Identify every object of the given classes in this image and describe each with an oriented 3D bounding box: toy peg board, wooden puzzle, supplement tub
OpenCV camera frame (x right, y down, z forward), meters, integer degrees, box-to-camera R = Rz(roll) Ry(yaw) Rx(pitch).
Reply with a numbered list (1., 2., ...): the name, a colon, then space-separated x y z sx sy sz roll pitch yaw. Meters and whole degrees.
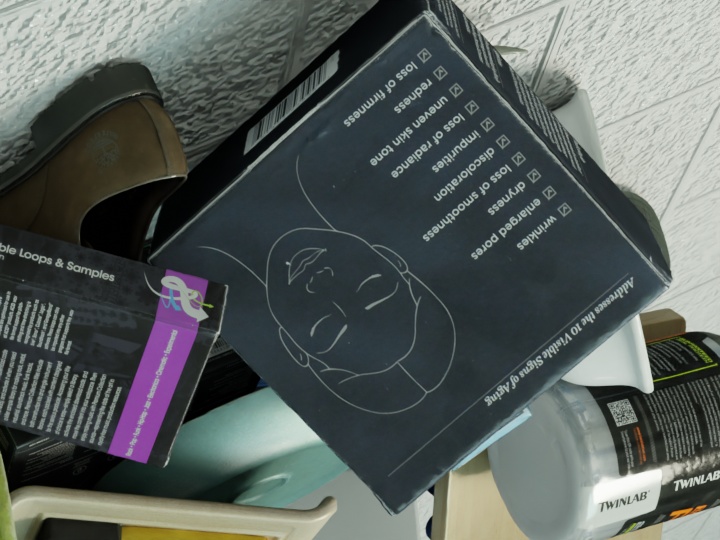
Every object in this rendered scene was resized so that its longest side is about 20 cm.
1. toy peg board: 0.120 0.123 1.646 0.198 0.098 0.202 -10 116 -29
2. wooden puzzle: -0.129 0.174 1.334 0.198 0.038 0.185 2 154 -17
3. supplement tub: 0.197 0.111 1.551 0.199 0.123 0.123 -12 152 -28

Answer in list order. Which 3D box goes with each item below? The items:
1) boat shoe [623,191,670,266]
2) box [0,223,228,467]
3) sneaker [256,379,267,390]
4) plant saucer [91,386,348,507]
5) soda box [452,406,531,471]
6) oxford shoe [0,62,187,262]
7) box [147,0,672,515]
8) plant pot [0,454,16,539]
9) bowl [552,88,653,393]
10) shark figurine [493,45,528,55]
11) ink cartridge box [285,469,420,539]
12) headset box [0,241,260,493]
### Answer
1. boat shoe: 0.160 -0.010 1.640 0.064 0.075 0.201 -16 180 36
2. box: -0.179 0.030 1.159 0.198 0.036 0.143 15 145 -9
3. sneaker: -0.062 0.106 1.530 0.198 0.083 0.071 -14 173 33
4. plant saucer: -0.067 0.118 1.367 0.199 0.036 0.200 -23 165 -7
5. soda box: 0.053 0.047 1.467 0.063 0.069 0.200 -36 -160 9
6. oxford shoe: -0.162 -0.013 1.176 0.072 0.085 0.200 -6 149 -51
7. box: 0.025 -0.017 1.212 0.200 0.197 0.124 -40 -166 12
8. plant pot: -0.303 0.156 1.242 0.183 0.201 0.201 -6 150 -25
9. bowl: 0.124 -0.010 1.460 0.090 0.203 0.201 -12 159 5
10. shark figurine: -0.007 -0.067 1.314 0.215 0.128 0.090 -55 180 11
11. ink cartridge box: -0.029 0.213 1.649 0.143 0.147 0.200 -6 175 -1
12. headset box: -0.164 0.086 1.373 0.173 0.093 0.200 -21 157 -26
